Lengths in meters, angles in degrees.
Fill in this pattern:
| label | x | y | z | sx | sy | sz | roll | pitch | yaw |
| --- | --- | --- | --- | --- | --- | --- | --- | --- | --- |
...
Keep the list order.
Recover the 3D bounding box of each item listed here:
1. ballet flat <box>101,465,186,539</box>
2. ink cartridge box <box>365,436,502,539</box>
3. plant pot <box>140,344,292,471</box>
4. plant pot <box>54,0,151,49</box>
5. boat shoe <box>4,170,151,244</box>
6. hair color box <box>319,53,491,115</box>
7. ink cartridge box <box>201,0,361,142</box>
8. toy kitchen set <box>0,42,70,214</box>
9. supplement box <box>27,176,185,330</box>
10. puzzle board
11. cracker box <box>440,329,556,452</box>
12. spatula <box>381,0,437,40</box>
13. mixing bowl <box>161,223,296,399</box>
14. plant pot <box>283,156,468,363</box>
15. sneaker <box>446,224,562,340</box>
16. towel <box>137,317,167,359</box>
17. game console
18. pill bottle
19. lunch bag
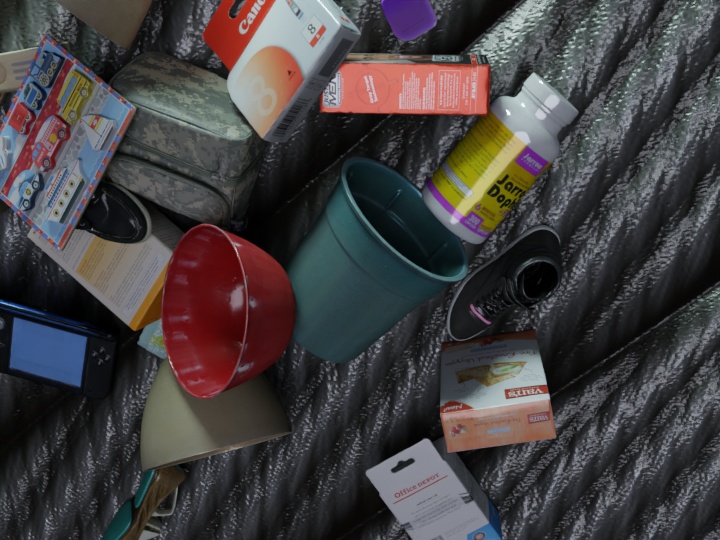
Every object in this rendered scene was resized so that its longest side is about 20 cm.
| label | x | y | z | sx | sy | sz | roll | pitch | yaw |
| --- | --- | --- | --- | --- | --- | --- | --- | --- | --- |
| ballet flat | -0.329 | 0.371 | 1.283 | 0.072 | 0.068 | 0.201 | 26 | 108 | -25 |
| ink cartridge box | 0.107 | 0.326 | 1.209 | 0.115 | 0.068 | 0.201 | -31 | 105 | 16 |
| plant pot | -0.200 | 0.172 | 1.093 | 0.197 | 0.200 | 0.137 | -17 | 78 | 12 |
| plant pot | -0.287 | -0.391 | 0.939 | 0.186 | 0.187 | 0.201 | 36 | 96 | -8 |
| boat shoe | -0.351 | -0.087 | 1.018 | 0.198 | 0.066 | 0.075 | 33 | 110 | 10 |
| hair color box | 0.054 | -0.224 | 0.992 | 0.196 | 0.102 | 0.062 | 1 | 110 | 5 |
| ink cartridge box | -0.109 | -0.276 | 0.960 | 0.201 | 0.050 | 0.163 | 50 | 117 | 20 |
| toy kitchen set | -0.455 | -0.162 | 1.036 | 0.177 | 0.164 | 0.203 | -7 | 110 | 8 |
| supplement box | -0.323 | -0.037 | 1.095 | 0.199 | 0.073 | 0.127 | 40 | 110 | 6 |
| puzzle board | -0.361 | -0.148 | 0.971 | 0.150 | 0.017 | 0.201 | 39 | 108 | 13 |
| cracker box | 0.171 | 0.149 | 1.065 | 0.132 | 0.200 | 0.059 | -10 | 109 | 9 |
| spatula | 0.024 | -0.370 | 0.983 | 0.056 | 0.021 | 0.202 | -30 | 102 | 3 |
| mixing bowl | -0.148 | 0.048 | 0.999 | 0.107 | 0.200 | 0.202 | 1 | 119 | -42 |
| plant pot | 0.000 | 0.000 | 1.043 | 0.199 | 0.201 | 0.196 | 38 | 118 | -8 |
| sneaker | 0.183 | 0.032 | 1.075 | 0.071 | 0.099 | 0.200 | 40 | 111 | -11 |
| towel | -0.198 | 0.066 | 1.156 | 0.170 | 0.048 | 0.201 | 31 | 111 | -5 |
| game console | -0.453 | 0.107 | 1.161 | 0.197 | 0.119 | 0.173 | 15 | 111 | 1 |
| pill bottle | 0.171 | -0.137 | 1.010 | 0.104 | 0.104 | 0.201 | 36 | 110 | -8 |
| lunch bag | -0.218 | -0.149 | 1.037 | 0.197 | 0.140 | 0.169 | 21 | 129 | -1 |
